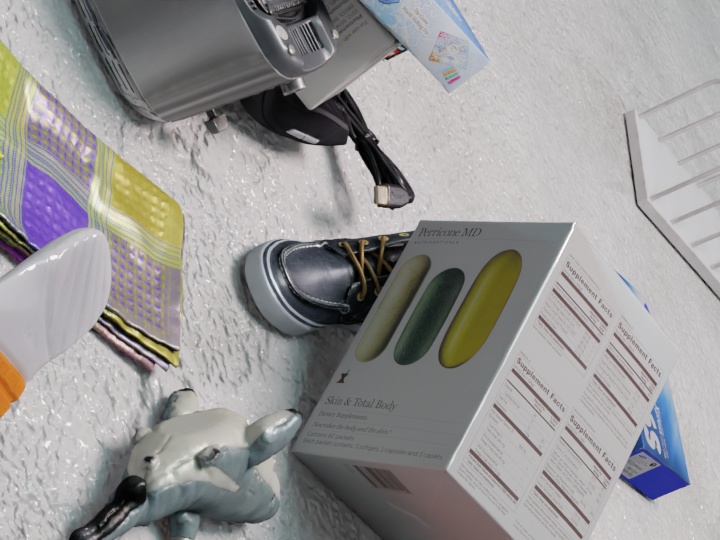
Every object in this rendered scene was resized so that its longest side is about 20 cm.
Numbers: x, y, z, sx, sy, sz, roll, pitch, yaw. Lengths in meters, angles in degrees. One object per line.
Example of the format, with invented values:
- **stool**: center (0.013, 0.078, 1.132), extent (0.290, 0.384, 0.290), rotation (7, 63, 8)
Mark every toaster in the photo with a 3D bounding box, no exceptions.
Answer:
- **toaster**: center (-0.115, -0.195, 1.448), extent (0.200, 0.129, 0.114), rotation (64, 24, -4)

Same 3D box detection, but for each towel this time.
- **towel**: center (-0.173, -0.040, 1.322), extent (0.200, 0.023, 0.144), rotation (45, 33, -38)

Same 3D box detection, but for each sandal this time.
- **sandal**: center (-0.207, 0.035, 1.143), extent (0.207, 0.059, 0.079), rotation (-40, 132, -55)

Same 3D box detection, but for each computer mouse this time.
- **computer mouse**: center (-0.033, -0.100, 1.608), extent (0.141, 0.046, 0.200), rotation (57, 14, 20)

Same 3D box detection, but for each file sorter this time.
- **file sorter**: center (0.399, -0.091, 2.372), extent (0.200, 0.124, 0.139), rotation (44, 33, -39)

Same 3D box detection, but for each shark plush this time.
- **shark plush**: center (-0.097, 0.134, 1.269), extent (0.200, 0.091, 0.084), rotation (-36, 131, -69)

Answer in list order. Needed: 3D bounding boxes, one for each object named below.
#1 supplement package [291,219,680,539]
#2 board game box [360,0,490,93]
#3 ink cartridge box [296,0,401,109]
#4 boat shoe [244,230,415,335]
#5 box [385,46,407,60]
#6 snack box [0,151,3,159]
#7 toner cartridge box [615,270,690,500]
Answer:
- **supplement package**: center (0.088, 0.089, 1.474), extent (0.151, 0.152, 0.200), rotation (47, 61, -34)
- **board game box**: center (-0.006, -0.248, 1.523), extent (0.199, 0.043, 0.200), rotation (42, 16, -47)
- **ink cartridge box**: center (-0.057, -0.223, 1.571), extent (0.200, 0.084, 0.146), rotation (52, 13, -3)
- **boat shoe**: center (0.000, 0.000, 1.544), extent (0.200, 0.091, 0.071), rotation (8, 61, -61)
- **box**: center (-0.029, -0.267, 1.790), extent (0.200, 0.038, 0.137), rotation (21, 50, -57)
- **snack box**: center (-0.291, -0.121, 1.110), extent (0.200, 0.068, 0.169), rotation (-4, 72, -65)
- **toner cartridge box**: center (0.251, 0.104, 2.000), extent (0.095, 0.043, 0.200), rotation (38, 36, -46)
